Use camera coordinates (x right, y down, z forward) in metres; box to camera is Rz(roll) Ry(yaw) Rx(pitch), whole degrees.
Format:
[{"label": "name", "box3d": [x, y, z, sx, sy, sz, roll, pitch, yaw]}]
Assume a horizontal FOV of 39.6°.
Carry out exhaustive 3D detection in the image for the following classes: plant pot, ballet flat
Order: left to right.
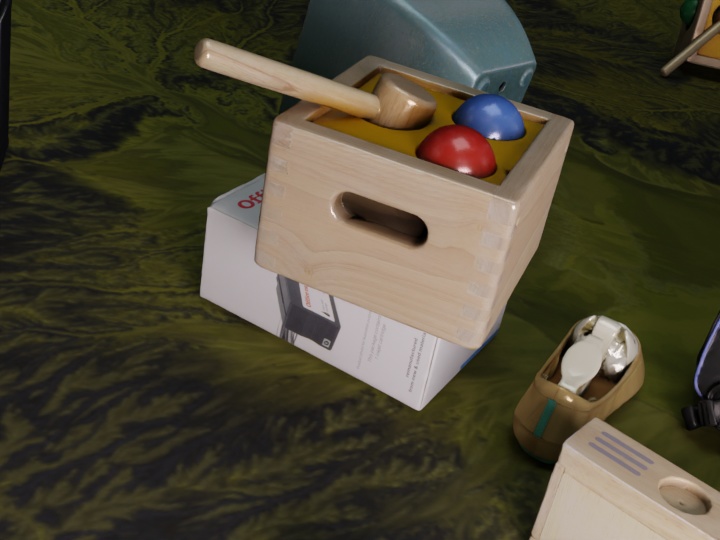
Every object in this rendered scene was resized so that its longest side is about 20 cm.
[{"label": "plant pot", "box3d": [0.066, -0.211, 1.064, 0.200, 0.198, 0.195, 39, 37, 27]}, {"label": "ballet flat", "box3d": [0.170, 0.069, 0.724, 0.068, 0.064, 0.200, 23, 30, 18]}]

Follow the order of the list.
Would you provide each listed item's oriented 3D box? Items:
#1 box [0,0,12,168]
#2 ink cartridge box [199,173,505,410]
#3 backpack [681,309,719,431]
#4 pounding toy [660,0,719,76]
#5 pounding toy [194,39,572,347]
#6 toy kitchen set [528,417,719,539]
[{"label": "box", "box3d": [-0.399, -0.164, 0.835, 0.197, 0.142, 0.079, 4, 31, -14]}, {"label": "ink cartridge box", "box3d": [0.000, 0.000, 0.757, 0.199, 0.085, 0.145, 25, 33, 22]}, {"label": "backpack", "box3d": [0.358, 0.054, 0.720, 0.189, 0.202, 0.154, 28, 19, 21]}, {"label": "pounding toy", "box3d": [0.591, -0.391, 1.618, 0.198, 0.186, 0.142, 13, 16, 1]}, {"label": "pounding toy", "box3d": [0.017, -0.072, 0.642, 0.198, 0.144, 0.184, 21, 32, 14]}, {"label": "toy kitchen set", "box3d": [0.240, 0.107, 0.579, 0.180, 0.165, 0.199, 30, 33, 30]}]
